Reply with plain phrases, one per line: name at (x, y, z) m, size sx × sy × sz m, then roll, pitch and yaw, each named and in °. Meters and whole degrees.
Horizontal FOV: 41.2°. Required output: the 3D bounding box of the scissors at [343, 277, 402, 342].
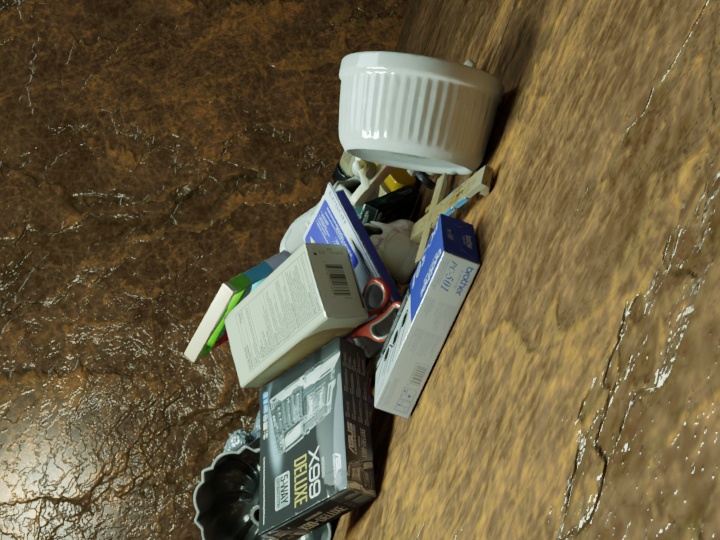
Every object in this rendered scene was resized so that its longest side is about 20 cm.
scissors at (-0.014, 0.082, 1.197) m, size 0.200 × 0.074 × 0.014 m, roll -42°, pitch -14°, yaw 36°

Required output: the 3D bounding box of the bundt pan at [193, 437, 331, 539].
bundt pan at (-0.126, 0.320, 1.318) m, size 0.076 × 0.199 × 0.205 m, roll -51°, pitch -17°, yaw -71°

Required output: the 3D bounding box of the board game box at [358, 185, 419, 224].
board game box at (0.029, -0.054, 1.503) m, size 0.200 × 0.028 × 0.137 m, roll -29°, pitch -37°, yaw -66°

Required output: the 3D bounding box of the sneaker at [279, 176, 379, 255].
sneaker at (-0.045, -0.085, 1.431) m, size 0.200 × 0.078 × 0.100 m, roll -44°, pitch -12°, yaw -25°

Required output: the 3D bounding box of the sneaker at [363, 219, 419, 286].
sneaker at (0.039, -0.046, 1.358) m, size 0.076 × 0.099 × 0.200 m, roll -57°, pitch 10°, yaw 9°

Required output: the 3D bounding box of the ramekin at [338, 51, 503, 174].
ramekin at (0.065, -0.180, 1.133) m, size 0.200 × 0.196 × 0.107 m, roll -164°, pitch 84°, yaw -84°

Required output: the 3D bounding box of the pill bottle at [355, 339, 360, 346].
pill bottle at (-0.042, 0.130, 1.535) m, size 0.105 × 0.102 × 0.202 m, roll -76°, pitch 7°, yaw -46°

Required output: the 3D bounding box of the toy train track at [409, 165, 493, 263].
toy train track at (0.111, -0.070, 1.118) m, size 0.200 × 0.032 × 0.117 m, roll 140°, pitch 150°, yaw -65°

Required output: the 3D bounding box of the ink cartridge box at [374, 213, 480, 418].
ink cartridge box at (0.069, 0.050, 1.038) m, size 0.094 × 0.043 × 0.203 m, roll -85°, pitch 16°, yaw -63°

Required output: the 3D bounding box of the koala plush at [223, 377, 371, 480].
koala plush at (-0.084, 0.205, 1.407) m, size 0.184 × 0.174 × 0.203 m, roll -59°, pitch -12°, yaw -65°

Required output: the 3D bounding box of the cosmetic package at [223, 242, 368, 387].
cosmetic package at (-0.085, 0.060, 1.208) m, size 0.199 × 0.070 × 0.107 m, roll -38°, pitch 61°, yaw 41°

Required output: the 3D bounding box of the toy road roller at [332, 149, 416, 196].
toy road roller at (0.054, -0.167, 1.687) m, size 0.202 × 0.144 × 0.124 m, roll 59°, pitch 141°, yaw 32°

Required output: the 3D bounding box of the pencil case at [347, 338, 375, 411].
pencil case at (-0.045, 0.106, 1.283) m, size 0.088 × 0.086 × 0.204 m, roll 126°, pitch 127°, yaw -70°

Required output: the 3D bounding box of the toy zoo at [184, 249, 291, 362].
toy zoo at (-0.161, 0.043, 1.351) m, size 0.132 × 0.020 × 0.200 m, roll -57°, pitch -11°, yaw 27°

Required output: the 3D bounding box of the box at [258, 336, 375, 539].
box at (-0.057, 0.206, 1.163) m, size 0.157 × 0.049 × 0.203 m, roll -35°, pitch 43°, yaw 34°

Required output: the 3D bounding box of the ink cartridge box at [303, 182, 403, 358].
ink cartridge box at (0.000, 0.000, 1.265) m, size 0.046 × 0.200 × 0.200 m, roll -24°, pitch -11°, yaw -21°

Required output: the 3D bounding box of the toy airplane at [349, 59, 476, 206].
toy airplane at (0.070, -0.196, 1.355) m, size 0.201 × 0.141 × 0.199 m, roll -53°, pitch 6°, yaw -33°
